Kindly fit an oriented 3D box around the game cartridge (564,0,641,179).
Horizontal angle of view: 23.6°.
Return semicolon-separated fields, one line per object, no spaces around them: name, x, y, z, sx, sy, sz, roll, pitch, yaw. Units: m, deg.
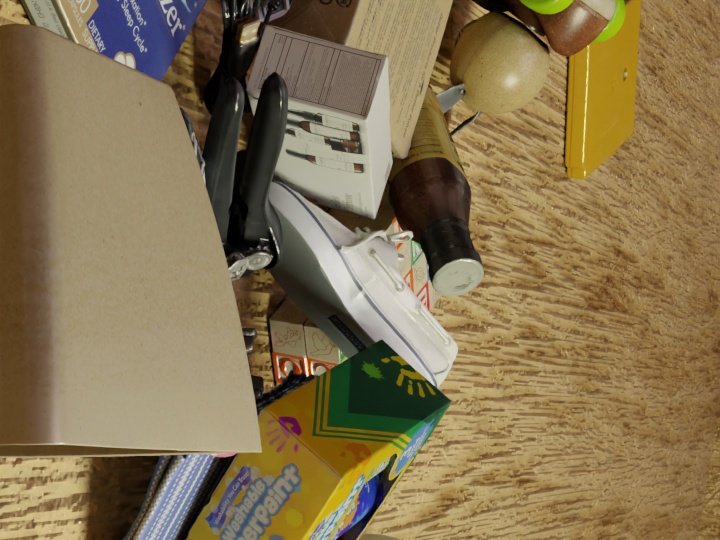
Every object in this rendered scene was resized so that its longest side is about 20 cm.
game cartridge;0.279;-0.216;1.993;0.200;0.032;0.178;-37;132;-56

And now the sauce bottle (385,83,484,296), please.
sauce bottle;0.050;-0.066;1.322;0.066;0.065;0.201;69;4;-51

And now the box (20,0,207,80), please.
box;-0.127;-0.189;1.011;0.122;0.032;0.201;71;34;-49

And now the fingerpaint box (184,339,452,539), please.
fingerpaint box;-0.043;0.163;1.167;0.201;0.073;0.166;-58;164;26

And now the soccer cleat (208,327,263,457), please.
soccer cleat;-0.106;0.074;1.027;0.200;0.085;0.071;-80;161;-86

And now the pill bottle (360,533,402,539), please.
pill bottle;0.004;0.329;1.419;0.113;0.112;0.202;65;40;-54

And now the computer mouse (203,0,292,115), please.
computer mouse;-0.061;-0.205;1.139;0.110;0.043;0.201;100;9;-57

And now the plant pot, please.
plant pot;-0.173;-0.005;0.784;0.199;0.198;0.179;17;70;-67

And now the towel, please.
towel;-0.105;0.146;1.149;0.146;0.024;0.200;-62;164;21

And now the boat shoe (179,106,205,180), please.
boat shoe;-0.134;-0.008;0.986;0.068;0.073;0.201;98;13;-56

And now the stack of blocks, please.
stack of blocks;-0.001;0.015;1.355;0.200;0.058;0.116;-51;143;-50

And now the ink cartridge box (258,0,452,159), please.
ink cartridge box;0.007;-0.209;1.269;0.165;0.074;0.202;55;47;-61

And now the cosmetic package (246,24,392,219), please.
cosmetic package;-0.024;-0.094;1.158;0.200;0.082;0.051;81;26;-74

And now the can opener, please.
can opener;-0.080;-0.057;1.090;0.201;0.063;0.079;101;-33;-61

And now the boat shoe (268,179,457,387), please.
boat shoe;0.003;0.000;1.234;0.202;0.074;0.086;49;59;-12

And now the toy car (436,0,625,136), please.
toy car;0.113;-0.202;1.512;0.201;0.158;0.164;-55;157;12
